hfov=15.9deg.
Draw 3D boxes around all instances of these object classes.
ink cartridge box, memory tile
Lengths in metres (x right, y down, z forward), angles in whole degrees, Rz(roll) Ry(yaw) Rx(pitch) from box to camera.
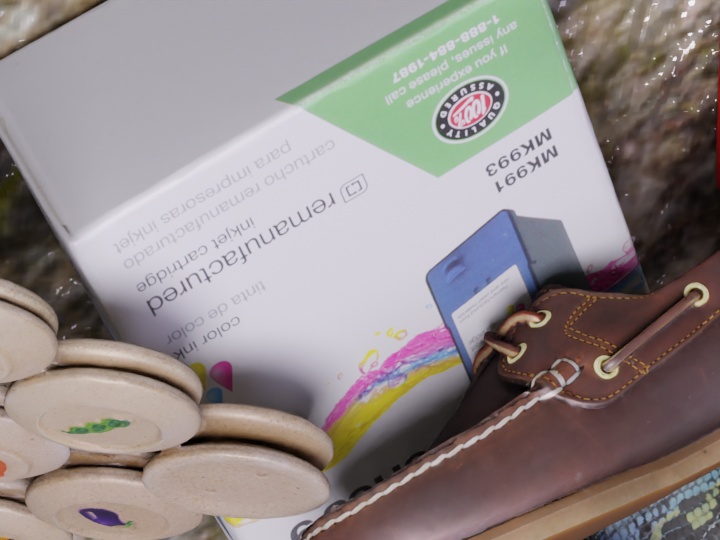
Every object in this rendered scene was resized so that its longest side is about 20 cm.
[{"bbox_3d":[0.000,0.000,0.753,0.145,0.088,0.200,-30,135,-6],"label":"ink cartridge box"},{"bbox_3d":[-0.120,0.050,0.689,0.200,0.017,0.153,-16,149,37],"label":"memory tile"}]

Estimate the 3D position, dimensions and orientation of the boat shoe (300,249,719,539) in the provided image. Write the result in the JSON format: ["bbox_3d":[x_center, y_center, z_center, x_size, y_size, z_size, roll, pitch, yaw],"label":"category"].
[{"bbox_3d":[0.066,0.037,0.718,0.200,0.070,0.070,-23,172,-23],"label":"boat shoe"}]

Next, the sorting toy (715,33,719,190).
[{"bbox_3d":[0.201,-0.098,0.798,0.198,0.070,0.200,-18,130,-16],"label":"sorting toy"}]

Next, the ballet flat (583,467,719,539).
[{"bbox_3d":[0.152,0.072,0.804,0.200,0.074,0.074,-16,130,-29],"label":"ballet flat"}]
